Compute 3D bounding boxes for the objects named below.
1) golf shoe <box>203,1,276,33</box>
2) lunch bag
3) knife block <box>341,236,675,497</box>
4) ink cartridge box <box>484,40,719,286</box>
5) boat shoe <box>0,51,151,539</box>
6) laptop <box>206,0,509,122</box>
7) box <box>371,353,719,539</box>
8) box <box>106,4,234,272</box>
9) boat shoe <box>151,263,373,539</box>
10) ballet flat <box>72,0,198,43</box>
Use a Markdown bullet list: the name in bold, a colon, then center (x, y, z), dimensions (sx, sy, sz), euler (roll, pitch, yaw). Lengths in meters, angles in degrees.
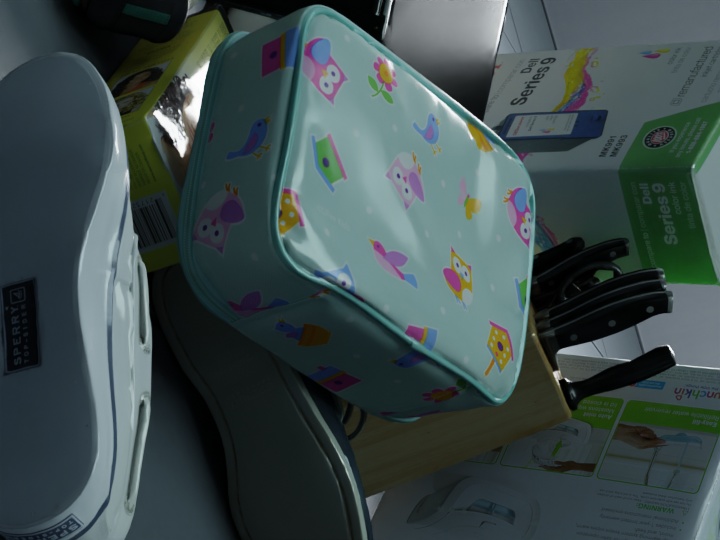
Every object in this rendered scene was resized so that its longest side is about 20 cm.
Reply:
- **golf shoe**: center (-0.045, -0.167, 0.980), dimensions (0.095, 0.078, 0.200), euler (-82, -173, -45)
- **lunch bag**: center (0.005, -0.025, 0.836), dimensions (0.200, 0.077, 0.161), euler (35, 50, -43)
- **knife block**: center (0.076, 0.058, 0.967), dimensions (0.200, 0.175, 0.064), euler (-45, 122, -32)
- **ink cartridge box**: center (0.140, -0.066, 1.060), dimensions (0.145, 0.200, 0.088), euler (-53, 131, -42)
- **boat shoe**: center (-0.115, 0.014, 0.661), dimensions (0.065, 0.073, 0.200), euler (58, 29, -60)
- **laptop**: center (-0.006, -0.186, 0.916), dimensions (0.116, 0.200, 0.187), euler (118, -14, -70)
- **box**: center (0.120, 0.143, 0.999), dimensions (0.097, 0.200, 0.177), euler (57, 48, -41)
- **box**: center (-0.094, -0.070, 0.877), dimensions (0.200, 0.050, 0.075), euler (-79, 149, -65)
- **boat shoe**: center (-0.040, 0.075, 0.859), dimensions (0.200, 0.075, 0.062), euler (62, 25, 0)
- **ballet flat**: center (-0.105, -0.183, 0.932), dimensions (0.200, 0.073, 0.073), euler (-86, 154, -52)
